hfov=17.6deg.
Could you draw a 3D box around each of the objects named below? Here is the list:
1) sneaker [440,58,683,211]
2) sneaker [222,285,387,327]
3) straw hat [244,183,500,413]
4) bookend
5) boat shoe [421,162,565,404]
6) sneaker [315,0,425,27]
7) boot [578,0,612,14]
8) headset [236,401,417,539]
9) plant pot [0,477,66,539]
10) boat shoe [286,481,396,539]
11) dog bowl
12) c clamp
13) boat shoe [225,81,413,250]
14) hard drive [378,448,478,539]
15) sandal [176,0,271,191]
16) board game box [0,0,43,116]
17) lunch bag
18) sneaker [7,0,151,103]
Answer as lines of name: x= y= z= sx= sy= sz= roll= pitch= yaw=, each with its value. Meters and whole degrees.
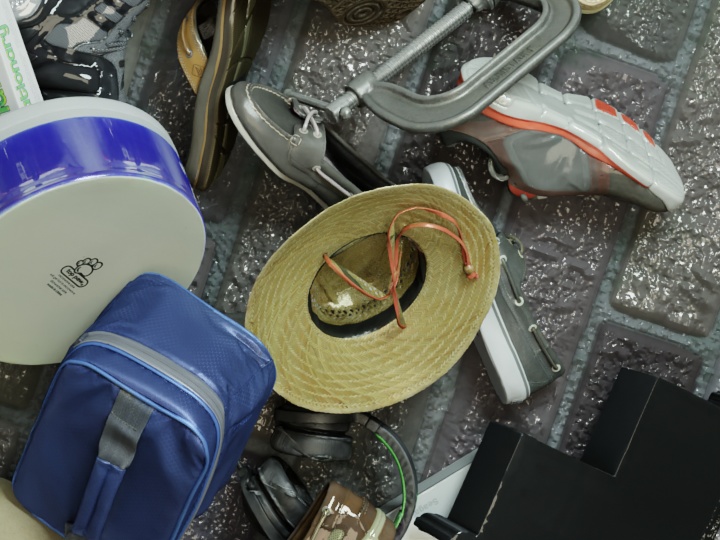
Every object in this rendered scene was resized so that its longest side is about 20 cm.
sneaker: x=0.150 y=-0.088 z=1.770 sx=0.199 sy=0.077 sz=0.082 roll=27 pitch=119 yaw=-9
sneaker: x=-0.029 y=0.036 z=1.767 sx=0.198 sy=0.077 sz=0.083 roll=4 pitch=83 yaw=-16
straw hat: x=0.000 y=0.000 z=1.697 sx=0.199 sy=0.085 sz=0.202 roll=-10 pitch=127 yaw=-14
bookend: x=0.176 y=0.151 z=1.774 sx=0.199 sy=0.092 sz=0.200 roll=25 pitch=87 yaw=-16
boat shoe: x=0.101 y=0.004 z=1.778 sx=0.056 sy=0.069 sz=0.201 roll=-23 pitch=107 yaw=-7
sneaker: x=-0.023 y=-0.234 z=1.688 sx=0.070 sy=0.199 sz=0.076 roll=-31 pitch=67 yaw=30
boot: x=0.212 y=-0.281 z=1.702 sx=0.072 sy=0.155 sz=0.201 roll=29 pitch=94 yaw=-11
headset: x=-0.052 y=0.149 z=1.759 sx=0.199 sy=0.094 sz=0.124 roll=29 pitch=93 yaw=5
plant pot: x=-0.289 y=0.229 z=1.706 sx=0.201 sy=0.200 sz=0.135 roll=50 pitch=56 yaw=-12
boat shoe: x=-0.067 y=0.238 z=1.726 sx=0.075 sy=0.075 sz=0.202 roll=43 pitch=92 yaw=-12
dog bowl: x=-0.214 y=-0.026 z=1.660 sx=0.199 sy=0.079 sz=0.201 roll=-18 pitch=144 yaw=-13
c clamp: x=0.059 y=-0.163 z=1.719 sx=0.199 sy=0.171 sz=0.027 roll=-35 pitch=126 yaw=-16
boat shoe: x=-0.021 y=-0.081 z=1.721 sx=0.057 sy=0.067 sz=0.200 roll=-30 pitch=125 yaw=22
hard drive: x=0.106 y=0.248 z=1.832 sx=0.131 sy=0.026 sz=0.201 roll=-30 pitch=102 yaw=-3
sandal: x=-0.109 y=-0.159 z=1.716 sx=0.054 sy=0.082 sz=0.202 roll=18 pitch=112 yaw=12
board game box: x=-0.305 y=-0.167 z=1.675 sx=0.125 sy=0.035 sz=0.202 roll=-13 pitch=102 yaw=29
lunch bag: x=-0.163 y=0.122 z=1.655 sx=0.135 sy=0.132 sz=0.201 roll=31 pitch=131 yaw=8
sneaker: x=-0.177 y=-0.182 z=1.705 sx=0.199 sy=0.076 sz=0.115 roll=-21 pitch=101 yaw=1
